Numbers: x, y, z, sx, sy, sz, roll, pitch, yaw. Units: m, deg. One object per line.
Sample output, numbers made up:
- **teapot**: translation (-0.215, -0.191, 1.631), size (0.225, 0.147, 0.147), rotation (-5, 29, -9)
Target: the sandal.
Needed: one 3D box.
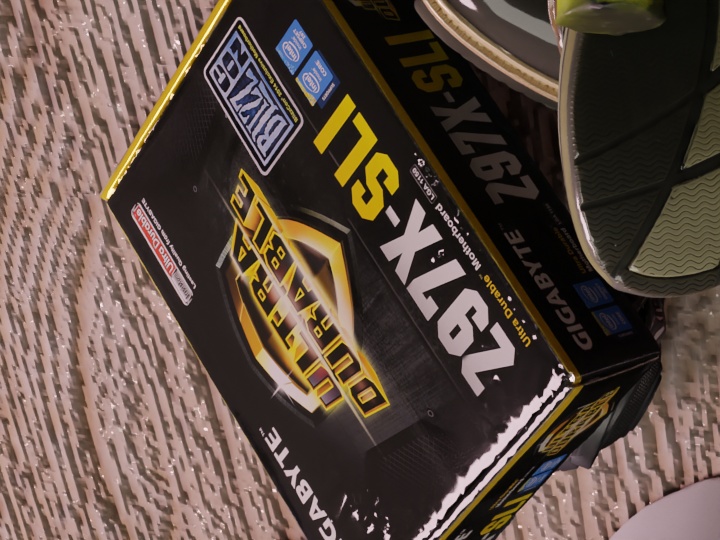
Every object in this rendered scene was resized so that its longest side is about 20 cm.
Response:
- **sandal**: translation (0.089, -0.090, 0.782), size (0.080, 0.201, 0.057), rotation (-1, 167, -11)

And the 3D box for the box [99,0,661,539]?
- **box**: translation (0.000, 0.000, 0.942), size (0.200, 0.049, 0.160), rotation (58, 135, 20)

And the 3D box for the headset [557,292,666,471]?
- **headset**: translation (0.057, 0.028, 0.987), size (0.123, 0.094, 0.200), rotation (39, 143, -15)

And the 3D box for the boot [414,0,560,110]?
- **boot**: translation (0.125, -0.092, 0.830), size (0.200, 0.078, 0.138), rotation (13, 165, -5)

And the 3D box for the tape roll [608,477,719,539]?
- **tape roll**: translation (0.182, 0.177, 1.088), size (0.202, 0.071, 0.203), rotation (11, 133, 12)

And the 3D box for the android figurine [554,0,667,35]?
- **android figurine**: translation (0.100, -0.164, 0.746), size (0.182, 0.201, 0.041), rotation (4, 171, -10)
